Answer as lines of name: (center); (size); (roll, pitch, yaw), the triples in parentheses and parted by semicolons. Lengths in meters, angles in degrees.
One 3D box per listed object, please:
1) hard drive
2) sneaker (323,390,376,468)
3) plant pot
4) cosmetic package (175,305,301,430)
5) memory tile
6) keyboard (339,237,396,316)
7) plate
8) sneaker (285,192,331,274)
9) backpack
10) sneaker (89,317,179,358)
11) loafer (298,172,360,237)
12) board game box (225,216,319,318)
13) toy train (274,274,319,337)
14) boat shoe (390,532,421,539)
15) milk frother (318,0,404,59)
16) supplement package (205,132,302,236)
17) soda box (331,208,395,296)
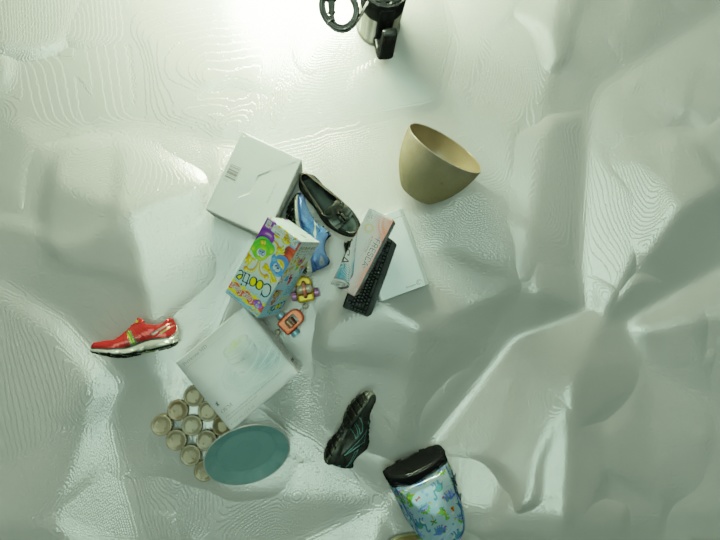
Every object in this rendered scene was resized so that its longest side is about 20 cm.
hard drive: (0.076, -0.038, 1.361); (0.131, 0.027, 0.201); (-19, 89, -5)
sneaker: (-0.011, 0.383, 1.316); (0.079, 0.075, 0.201); (30, 91, -15)
plant pot: (0.170, -0.240, 1.317); (0.200, 0.201, 0.135); (31, 120, -2)
cosmetic package: (-0.277, 0.219, 1.273); (0.199, 0.123, 0.200); (-40, 88, -5)
memory tile: (-0.383, 0.387, 1.307); (0.153, 0.017, 0.200); (-43, 90, -6)
keyboard: (0.000, 0.000, 1.339); (0.126, 0.021, 0.201); (20, 94, 9)
plate: (-0.262, 0.420, 1.265); (0.199, 0.026, 0.201); (-11, 125, -16)
sneaker: (-0.124, -0.093, 1.335); (0.089, 0.078, 0.201); (-10, 81, -27)
backpack: (0.165, 0.544, 1.286); (0.162, 0.154, 0.201); (-19, 101, -12)
sneaker: (-0.530, 0.156, 1.291); (0.198, 0.077, 0.086); (-10, 76, -11)
loafer: (-0.081, -0.159, 1.329); (0.200, 0.063, 0.072); (45, 88, 7)
board game box: (-0.198, -0.008, 1.243); (0.103, 0.105, 0.201); (35, 102, 15)
toy train: (-0.186, 0.056, 1.322); (0.150, 0.056, 0.200); (-37, 90, -6)
boat shoe: (0.161, 0.674, 1.303); (0.198, 0.066, 0.075); (4, 86, -4)
milk frother: (0.006, -0.617, 1.311); (0.198, 0.188, 0.182); (11, 85, -3)
supplement package: (-0.248, -0.194, 1.305); (0.155, 0.111, 0.201); (25, 85, -3)
soda box: (0.008, -0.042, 1.295); (0.068, 0.064, 0.201); (28, 95, 7)
